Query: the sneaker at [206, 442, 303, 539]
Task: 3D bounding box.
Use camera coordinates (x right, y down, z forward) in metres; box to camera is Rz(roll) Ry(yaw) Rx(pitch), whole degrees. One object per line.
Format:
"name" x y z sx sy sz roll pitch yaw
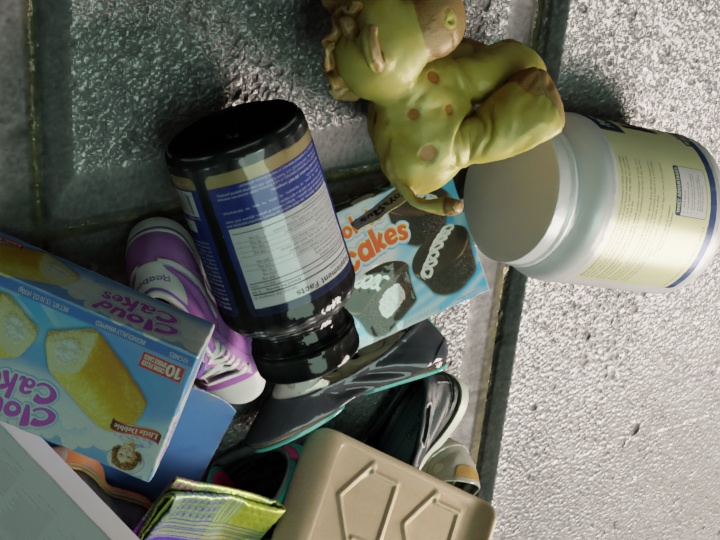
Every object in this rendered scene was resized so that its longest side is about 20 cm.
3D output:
"sneaker" -0.106 0.231 1.468 0.200 0.084 0.121 -52 139 -1

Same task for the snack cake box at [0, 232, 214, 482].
"snack cake box" -0.221 0.060 1.211 0.199 0.067 0.116 23 111 -2

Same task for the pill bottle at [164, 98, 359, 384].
"pill bottle" -0.068 -0.019 1.261 0.111 0.112 0.201 -25 114 -17

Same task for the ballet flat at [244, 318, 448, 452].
"ballet flat" -0.019 0.089 1.446 0.199 0.073 0.073 -24 132 -9

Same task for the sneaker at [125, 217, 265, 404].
"sneaker" -0.131 0.065 1.307 0.072 0.115 0.201 -24 132 9

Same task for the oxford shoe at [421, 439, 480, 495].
"oxford shoe" 0.047 0.256 1.609 0.075 0.058 0.200 24 108 -44

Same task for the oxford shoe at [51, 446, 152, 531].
"oxford shoe" -0.219 0.219 1.373 0.071 0.073 0.200 -20 146 12

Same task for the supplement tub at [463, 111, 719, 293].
"supplement tub" 0.203 -0.059 1.426 0.199 0.145 0.146 6 117 -36

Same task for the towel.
"towel" -0.161 0.263 1.379 0.143 0.023 0.200 22 109 -49

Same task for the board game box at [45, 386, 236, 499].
"board game box" -0.195 0.130 1.356 0.157 0.039 0.200 2 144 -22

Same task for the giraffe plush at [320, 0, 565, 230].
"giraffe plush" 0.038 -0.152 1.247 0.200 0.172 0.163 -43 125 -23

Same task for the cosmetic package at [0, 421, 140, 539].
"cosmetic package" -0.281 0.201 1.255 0.151 0.200 0.052 -50 162 7

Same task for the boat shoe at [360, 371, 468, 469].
"boat shoe" 0.023 0.176 1.520 0.200 0.074 0.066 -54 140 7

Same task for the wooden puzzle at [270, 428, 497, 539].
"wooden puzzle" 0.009 0.260 1.454 0.199 0.046 0.186 26 71 -22

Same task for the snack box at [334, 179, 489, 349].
"snack box" 0.000 0.000 1.375 0.199 0.037 0.117 -24 104 -17
